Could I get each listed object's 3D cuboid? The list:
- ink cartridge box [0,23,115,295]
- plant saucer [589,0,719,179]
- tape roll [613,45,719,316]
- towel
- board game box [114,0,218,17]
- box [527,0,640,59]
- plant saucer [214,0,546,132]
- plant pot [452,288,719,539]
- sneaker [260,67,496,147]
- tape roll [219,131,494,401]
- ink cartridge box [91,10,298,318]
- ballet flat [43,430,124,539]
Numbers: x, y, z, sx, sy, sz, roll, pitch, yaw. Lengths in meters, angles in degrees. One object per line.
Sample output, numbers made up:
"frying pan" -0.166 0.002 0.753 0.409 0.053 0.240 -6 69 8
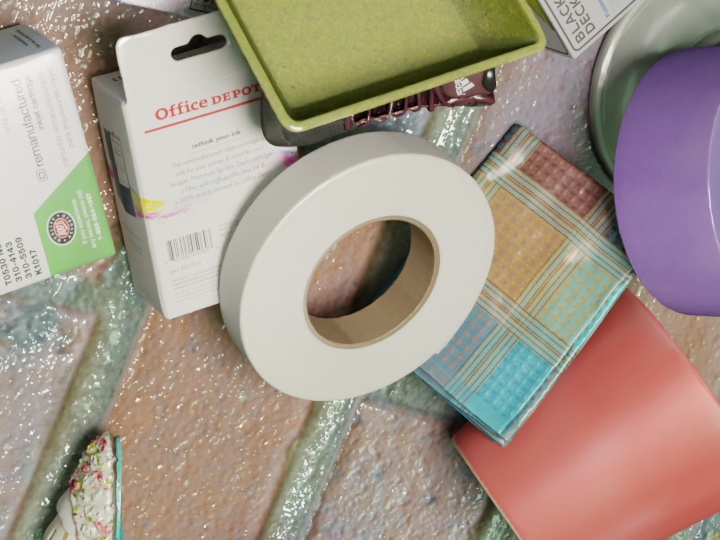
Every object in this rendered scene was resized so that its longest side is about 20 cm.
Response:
"ink cartridge box" -0.273 -0.051 1.083 0.200 0.084 0.145 -21 116 -19
"plant saucer" 0.274 -0.139 1.359 0.200 0.050 0.201 -9 111 -25
"tape roll" 0.278 -0.065 1.268 0.200 0.085 0.201 -3 94 -44
"towel" 0.110 0.008 1.289 0.200 0.147 0.022 -52 167 -2
"board game box" -0.157 -0.272 1.089 0.200 0.043 0.199 8 105 -30
"box" 0.185 -0.262 1.262 0.200 0.060 0.117 -40 121 -9
"plant saucer" -0.012 -0.186 1.101 0.199 0.048 0.200 -21 74 -27
"plant pot" 0.180 0.136 1.337 0.177 0.200 0.201 -34 121 0
"sneaker" 0.026 -0.129 1.147 0.200 0.115 0.076 -39 134 -50
"tape roll" 0.000 0.000 1.198 0.202 0.037 0.203 -18 129 -23
"ink cartridge box" -0.107 -0.082 1.164 0.117 0.067 0.200 -18 119 -21
"ballet flat" -0.192 0.211 1.230 0.064 0.076 0.200 -5 107 -8
